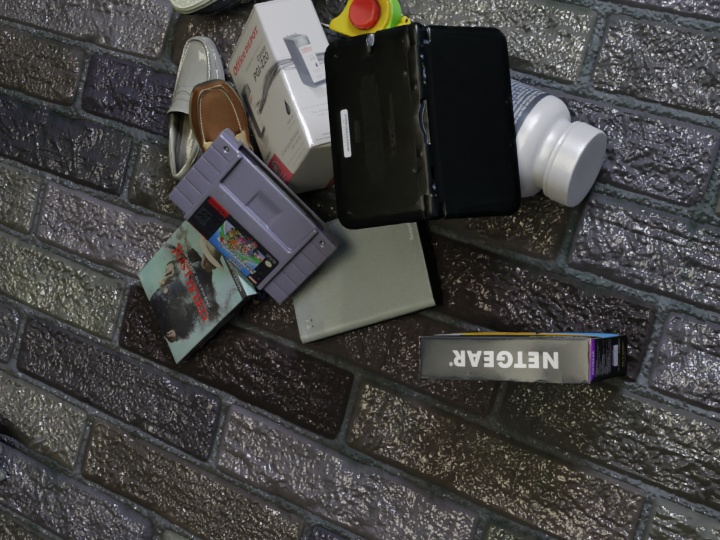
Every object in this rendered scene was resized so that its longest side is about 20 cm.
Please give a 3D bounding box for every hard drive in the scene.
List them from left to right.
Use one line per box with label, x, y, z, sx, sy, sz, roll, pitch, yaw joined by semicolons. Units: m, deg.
hard drive;0.000;0.000;1.425;0.197;0.033;0.142;-17;80;27

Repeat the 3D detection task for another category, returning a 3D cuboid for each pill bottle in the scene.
pill bottle;0.172;-0.153;1.286;0.198;0.119;0.121;28;101;27

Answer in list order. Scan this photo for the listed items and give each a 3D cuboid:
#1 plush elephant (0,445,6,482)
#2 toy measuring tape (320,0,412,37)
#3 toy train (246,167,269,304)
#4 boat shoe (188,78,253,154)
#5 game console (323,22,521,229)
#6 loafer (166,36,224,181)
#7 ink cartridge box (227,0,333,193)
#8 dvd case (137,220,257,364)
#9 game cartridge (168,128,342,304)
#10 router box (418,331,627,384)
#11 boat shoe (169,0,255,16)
plush elephant;-0.603;0.280;1.692;0.152;0.165;0.203;-11;120;-7
toy measuring tape;-0.014;-0.331;1.424;0.198;0.073;0.075;23;99;27
toy train;-0.132;-0.043;1.458;0.045;0.034;0.203;4;121;-4
boat shoe;-0.166;-0.145;1.446;0.074;0.202;0.074;-20;39;-10
game console;0.066;-0.152;1.211;0.173;0.116;0.204;-6;88;29
loafer;-0.227;-0.219;1.535;0.069;0.069;0.204;-1;88;28
ink cartridge box;-0.084;-0.217;1.414;0.146;0.084;0.203;-46;61;60
dvd case;-0.224;0.017;1.518;0.200;0.022;0.148;-39;71;41
game cartridge;-0.134;-0.062;1.404;0.200;0.038;0.130;44;118;-7
router box;0.183;0.095;1.256;0.197;0.148;0.052;-1;88;28
boat shoe;-0.161;-0.394;1.511;0.197;0.062;0.076;-20;83;11
